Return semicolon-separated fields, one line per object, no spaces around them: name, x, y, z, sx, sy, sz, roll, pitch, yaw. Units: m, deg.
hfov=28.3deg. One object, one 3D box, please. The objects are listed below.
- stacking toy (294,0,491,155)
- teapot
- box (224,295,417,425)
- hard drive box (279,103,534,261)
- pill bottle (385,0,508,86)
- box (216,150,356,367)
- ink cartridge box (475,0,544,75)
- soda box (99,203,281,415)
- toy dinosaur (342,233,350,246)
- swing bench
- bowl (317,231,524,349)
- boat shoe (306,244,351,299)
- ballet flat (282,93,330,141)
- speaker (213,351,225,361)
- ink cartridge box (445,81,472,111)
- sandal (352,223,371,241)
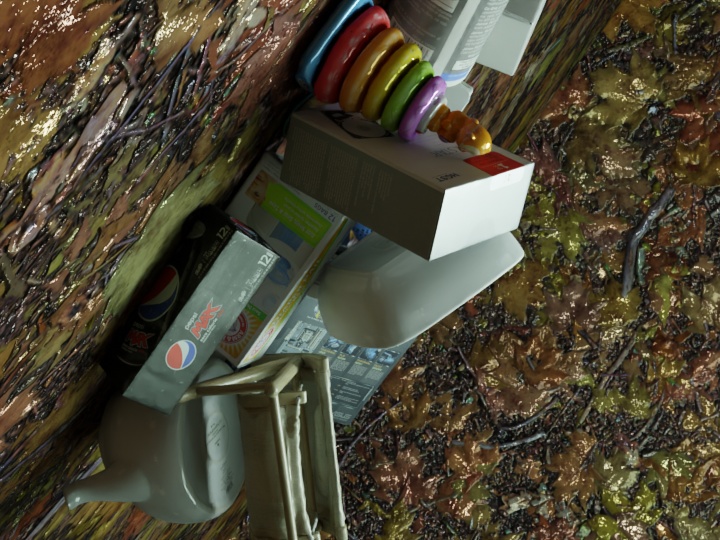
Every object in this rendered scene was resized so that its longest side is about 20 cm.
stacking toy;0.044;-0.171;1.381;0.110;0.199;0.116;-53;172;-1
teapot;-0.218;0.180;1.566;0.200;0.144;0.200;40;52;-59
box;-0.046;0.095;1.699;0.199;0.051;0.158;19;116;-43
hard drive box;0.045;-0.098;1.421;0.155;0.199;0.078;-20;131;-49
pill bottle;0.103;-0.302;1.493;0.114;0.113;0.201;-45;169;-48
box;-0.105;-0.011;1.512;0.201;0.112;0.101;-54;173;7
ink cartridge box;0.195;-0.362;1.740;0.145;0.083;0.202;101;12;-72
soda box;-0.171;0.040;1.421;0.071;0.063;0.201;31;96;-43
toy dinosaur;-0.063;-0.010;1.729;0.200;0.104;0.183;41;60;-51
swing bench;-0.090;0.202;1.518;0.200;0.128;0.202;-19;103;-66
bowl;0.052;-0.004;1.508;0.199;0.075;0.200;-35;-162;-18
boat shoe;0.000;0.000;1.630;0.198;0.072;0.069;16;112;-37
ballet flat;-0.013;-0.172;1.539;0.071;0.070;0.200;-58;171;31
speaker;-0.149;0.082;1.766;0.081;0.081;0.201;-45;168;-47
ink cartridge box;0.051;-0.165;1.720;0.147;0.084;0.200;-58;-176;-7
sandal;0.032;-0.029;1.712;0.200;0.079;0.088;48;59;-46
